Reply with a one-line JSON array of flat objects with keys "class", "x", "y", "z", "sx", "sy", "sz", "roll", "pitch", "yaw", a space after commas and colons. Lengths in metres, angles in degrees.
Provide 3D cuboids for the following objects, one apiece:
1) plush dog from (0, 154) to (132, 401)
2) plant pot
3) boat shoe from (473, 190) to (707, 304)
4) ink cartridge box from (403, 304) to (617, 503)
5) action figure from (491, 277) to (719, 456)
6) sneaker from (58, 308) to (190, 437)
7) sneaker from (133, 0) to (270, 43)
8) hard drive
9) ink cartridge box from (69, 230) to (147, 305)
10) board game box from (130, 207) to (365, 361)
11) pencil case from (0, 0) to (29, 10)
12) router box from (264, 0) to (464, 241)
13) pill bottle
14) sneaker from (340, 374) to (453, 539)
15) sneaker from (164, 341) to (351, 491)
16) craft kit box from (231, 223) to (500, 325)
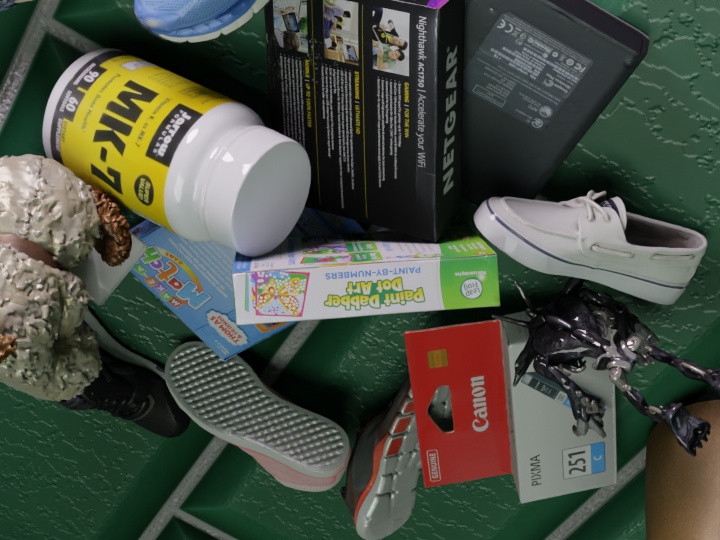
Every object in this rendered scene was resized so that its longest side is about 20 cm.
[{"class": "plush dog", "x": -0.267, "y": -0.006, "z": 1.207, "sx": 0.199, "sy": 0.173, "sz": 0.160, "roll": 19, "pitch": 166, "yaw": -17}, {"class": "plant pot", "x": 0.323, "y": 0.246, "z": 1.369, "sx": 0.185, "sy": 0.201, "sz": 0.187, "roll": 13, "pitch": 139, "yaw": 11}, {"class": "boat shoe", "x": 0.186, "y": -0.030, "z": 1.257, "sx": 0.199, "sy": 0.072, "sz": 0.066, "roll": 19, "pitch": 121, "yaw": -19}, {"class": "ink cartridge box", "x": 0.136, "y": 0.124, "z": 1.405, "sx": 0.175, "sy": 0.045, "sz": 0.201, "roll": -10, "pitch": 129, "yaw": -2}, {"class": "action figure", "x": 0.202, "y": 0.078, "z": 1.277, "sx": 0.200, "sy": 0.119, "sz": 0.102, "roll": 28, "pitch": 162, "yaw": 33}, {"class": "sneaker", "x": -0.254, "y": 0.112, "z": 1.521, "sx": 0.200, "sy": 0.088, "sz": 0.076, "roll": 41, "pitch": 129, "yaw": -19}, {"class": "sneaker", "x": -0.085, "y": -0.241, "z": 1.135, "sx": 0.199, "sy": 0.079, "sz": 0.089, "roll": -32, "pitch": 143, "yaw": 14}, {"class": "hard drive", "x": 0.110, "y": -0.137, "z": 1.228, "sx": 0.139, "sy": 0.033, "sz": 0.200, "roll": 28, "pitch": 132, "yaw": -8}, {"class": "ink cartridge box", "x": -0.266, "y": -0.036, "z": 1.371, "sx": 0.117, "sy": 0.067, "sz": 0.200, "roll": 40, "pitch": 170, "yaw": -18}, {"class": "board game box", "x": -0.099, "y": -0.013, "z": 1.398, "sx": 0.200, "sy": 0.037, "sz": 0.151, "roll": -28, "pitch": 117, "yaw": 33}, {"class": "pencil case", "x": -0.229, "y": -0.245, "z": 1.200, "sx": 0.199, "sy": 0.090, "sz": 0.078, "roll": -12, "pitch": 141, "yaw": 25}, {"class": "router box", "x": 0.003, "y": -0.132, "z": 1.217, "sx": 0.149, "sy": 0.051, "sz": 0.201, "roll": 16, "pitch": 128, "yaw": 23}, {"class": "pill bottle", "x": -0.143, "y": -0.092, "z": 1.244, "sx": 0.199, "sy": 0.114, "sz": 0.115, "roll": 25, "pitch": 138, "yaw": 29}, {"class": "sneaker", "x": 0.024, "y": 0.154, "z": 1.482, "sx": 0.077, "sy": 0.082, "sz": 0.201, "roll": 3, "pitch": 120, "yaw": -41}, {"class": "sneaker", "x": -0.097, "y": 0.147, "z": 1.512, "sx": 0.200, "sy": 0.076, "sz": 0.105, "roll": 29, "pitch": 161, "yaw": 13}, {"class": "craft kit box", "x": 0.000, "y": 0.000, "z": 1.244, "sx": 0.196, "sy": 0.200, "sz": 0.049, "roll": -7, "pitch": 98, "yaw": -1}]
